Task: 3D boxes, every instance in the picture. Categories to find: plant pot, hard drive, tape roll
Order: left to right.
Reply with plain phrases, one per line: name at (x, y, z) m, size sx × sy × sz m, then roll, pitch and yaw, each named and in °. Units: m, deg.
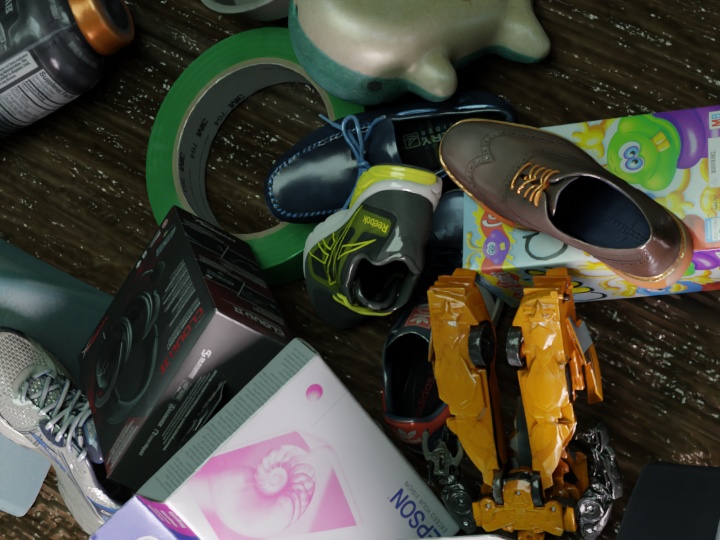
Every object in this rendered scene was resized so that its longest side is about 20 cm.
plant pot at (-0.349, 0.058, 1.517) m, size 0.195 × 0.200 × 0.198 m, roll 25°, pitch 88°, yaw 29°
tape roll at (-0.075, -0.091, 1.510) m, size 0.199 × 0.048 × 0.203 m, roll -7°, pitch 73°, yaw 24°
hard drive at (0.206, 0.223, 1.249) m, size 0.135 × 0.042 × 0.202 m, roll -5°, pitch 66°, yaw 63°

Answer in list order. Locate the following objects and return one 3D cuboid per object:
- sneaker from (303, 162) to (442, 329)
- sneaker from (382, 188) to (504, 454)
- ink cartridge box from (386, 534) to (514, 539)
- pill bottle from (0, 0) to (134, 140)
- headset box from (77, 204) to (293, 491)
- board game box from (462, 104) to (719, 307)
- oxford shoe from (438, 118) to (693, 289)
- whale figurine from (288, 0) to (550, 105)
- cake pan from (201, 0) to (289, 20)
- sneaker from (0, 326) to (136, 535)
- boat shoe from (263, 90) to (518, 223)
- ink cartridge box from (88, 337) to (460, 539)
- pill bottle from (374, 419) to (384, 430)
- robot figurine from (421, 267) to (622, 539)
sneaker at (0.000, 0.000, 1.374) m, size 0.074 × 0.200 × 0.085 m, roll 13°, pitch 59°, yaw -9°
sneaker at (0.057, 0.031, 1.390) m, size 0.074 × 0.084 × 0.202 m, roll 1°, pitch 76°, yaw 26°
ink cartridge box at (0.076, 0.222, 1.261) m, size 0.115 × 0.200 × 0.067 m, roll -7°, pitch 73°, yaw 24°
pill bottle at (-0.290, -0.179, 1.607) m, size 0.199 × 0.106 × 0.107 m, roll -27°, pitch 66°, yaw 17°
headset box at (-0.128, 0.066, 1.381) m, size 0.149 × 0.077 × 0.200 m, roll -56°, pitch 26°, yaw 15°
board game box at (0.181, -0.043, 1.338) m, size 0.198 × 0.103 × 0.106 m, roll -6°, pitch 73°, yaw 24°
oxford shoe at (0.129, -0.057, 1.266) m, size 0.199 × 0.073 × 0.072 m, roll 27°, pitch 89°, yaw 29°
whale figurine at (0.040, -0.180, 1.428) m, size 0.104 × 0.198 × 0.160 m, roll 117°, pitch 145°, yaw -47°
cake pan at (-0.051, -0.282, 1.520) m, size 0.199 × 0.037 × 0.202 m, roll -27°, pitch 44°, yaw 30°
sneaker at (-0.217, 0.117, 1.448) m, size 0.085 × 0.200 × 0.077 m, roll -17°, pitch 28°, yaw 54°
boat shoe at (0.020, -0.093, 1.408) m, size 0.199 × 0.069 × 0.085 m, roll -26°, pitch 97°, yaw -4°
ink cartridge box at (-0.054, 0.182, 1.321) m, size 0.200 × 0.197 × 0.043 m, roll -44°, pitch 32°, yaw -8°
pill bottle at (-0.077, 0.176, 1.399) m, size 0.113 × 0.114 × 0.201 m, roll 31°, pitch 91°, yaw 29°
robot figurine at (0.111, 0.099, 1.317) m, size 0.144 × 0.058 × 0.202 m, roll 1°, pitch 114°, yaw 25°
